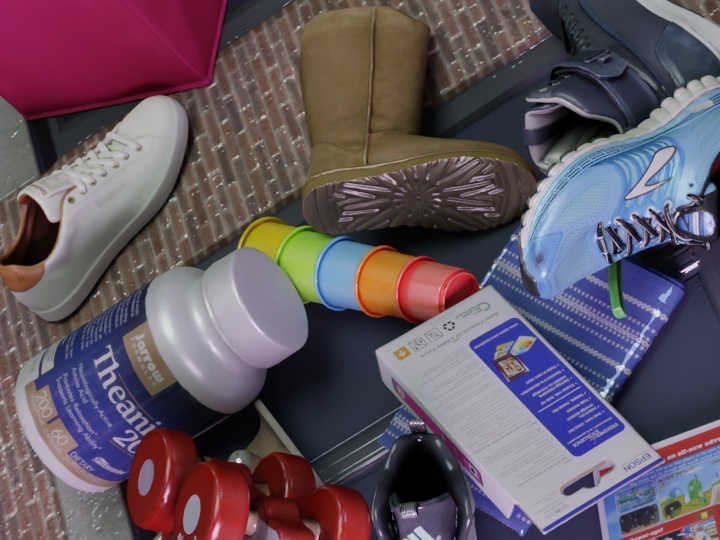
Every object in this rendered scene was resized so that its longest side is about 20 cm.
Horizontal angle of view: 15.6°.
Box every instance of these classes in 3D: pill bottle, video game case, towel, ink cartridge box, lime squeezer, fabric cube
[{"bbox_3d":[-0.138,0.067,1.854,0.200,0.111,0.111,-32,47,26],"label":"pill bottle"},{"bbox_3d":[0.220,0.184,1.602,0.143,0.017,0.200,-23,51,22],"label":"video game case"},{"bbox_3d":[0.115,0.065,1.758,0.145,0.024,0.200,29,82,41],"label":"towel"},{"bbox_3d":[0.101,0.094,1.690,0.095,0.037,0.200,-29,45,-16],"label":"ink cartridge box"},{"bbox_3d":[0.193,-0.043,1.751,0.071,0.038,0.200,17,57,30],"label":"lime squeezer"},{"bbox_3d":[-0.232,-0.265,2.096,0.196,0.199,0.200,-10,57,32],"label":"fabric cube"}]

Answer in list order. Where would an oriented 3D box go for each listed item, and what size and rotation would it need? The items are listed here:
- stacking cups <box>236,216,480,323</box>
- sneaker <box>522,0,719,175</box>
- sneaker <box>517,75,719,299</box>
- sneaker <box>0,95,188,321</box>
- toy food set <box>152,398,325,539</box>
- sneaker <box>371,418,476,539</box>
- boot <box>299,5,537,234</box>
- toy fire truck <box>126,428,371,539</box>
[{"bbox_3d":[0.000,0.000,1.838,0.200,0.060,0.061,8,66,45],"label":"stacking cups"},{"bbox_3d":[0.146,-0.139,1.793,0.146,0.077,0.202,-34,38,-20],"label":"sneaker"},{"bbox_3d":[0.187,-0.046,1.679,0.200,0.078,0.090,-36,51,-13],"label":"sneaker"},{"bbox_3d":[-0.207,-0.062,2.024,0.073,0.085,0.200,20,73,44],"label":"sneaker"},{"bbox_3d":[-0.106,0.199,1.796,0.200,0.060,0.144,-45,46,3],"label":"toy food set"},{"bbox_3d":[0.039,0.189,1.630,0.078,0.140,0.200,-9,60,0],"label":"sneaker"},{"bbox_3d":[0.038,-0.117,1.893,0.175,0.066,0.200,-2,42,4],"label":"boot"},{"bbox_3d":[-0.087,0.201,1.683,0.200,0.112,0.168,24,99,63],"label":"toy fire truck"}]
